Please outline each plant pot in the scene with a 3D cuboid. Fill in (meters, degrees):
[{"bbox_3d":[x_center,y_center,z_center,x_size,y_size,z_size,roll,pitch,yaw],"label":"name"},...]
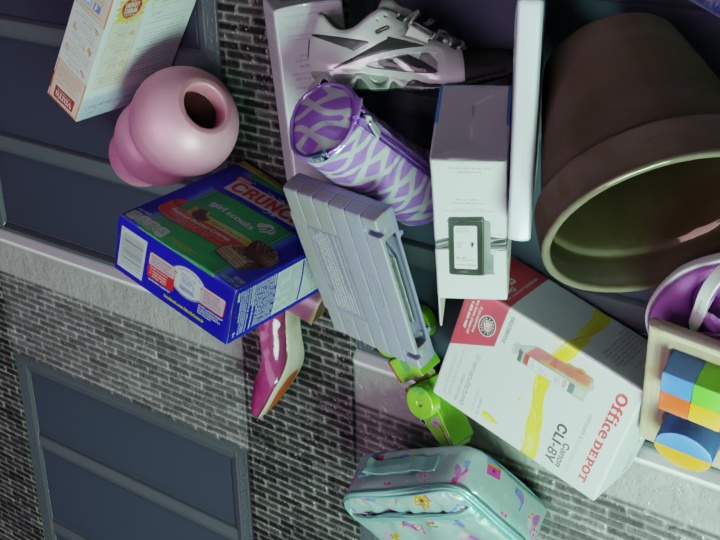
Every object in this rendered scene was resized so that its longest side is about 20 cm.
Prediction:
[{"bbox_3d":[0.222,-0.104,0.927,0.200,0.200,0.174,-41,50,43],"label":"plant pot"}]

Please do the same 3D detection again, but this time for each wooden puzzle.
[{"bbox_3d":[0.318,0.134,0.954,0.185,0.046,0.200,21,151,25],"label":"wooden puzzle"}]

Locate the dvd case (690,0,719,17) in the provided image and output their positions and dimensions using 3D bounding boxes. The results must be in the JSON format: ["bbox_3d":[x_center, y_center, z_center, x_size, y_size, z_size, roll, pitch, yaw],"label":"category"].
[{"bbox_3d":[0.354,-0.232,0.880,0.200,0.018,0.143,37,129,21],"label":"dvd case"}]

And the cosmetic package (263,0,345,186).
[{"bbox_3d":[-0.048,-0.177,1.168,0.102,0.074,0.200,-116,17,-67],"label":"cosmetic package"}]

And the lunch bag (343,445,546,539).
[{"bbox_3d":[0.083,0.256,1.247,0.200,0.077,0.160,-17,131,44],"label":"lunch bag"}]

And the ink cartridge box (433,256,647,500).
[{"bbox_3d":[0.188,0.104,1.128,0.200,0.083,0.145,33,127,24],"label":"ink cartridge box"}]

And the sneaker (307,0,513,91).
[{"bbox_3d":[0.048,-0.210,1.068,0.199,0.074,0.089,0,101,6],"label":"sneaker"}]

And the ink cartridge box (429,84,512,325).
[{"bbox_3d":[0.104,-0.055,1.053,0.068,0.116,0.200,2,133,9],"label":"ink cartridge box"}]

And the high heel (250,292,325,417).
[{"bbox_3d":[-0.111,0.079,1.371,0.096,0.067,0.200,31,113,12],"label":"high heel"}]

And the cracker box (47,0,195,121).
[{"bbox_3d":[-0.259,-0.271,1.280,0.058,0.134,0.200,43,131,15],"label":"cracker box"}]

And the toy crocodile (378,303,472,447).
[{"bbox_3d":[0.061,0.103,1.244,0.062,0.067,0.200,-29,89,48],"label":"toy crocodile"}]

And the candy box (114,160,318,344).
[{"bbox_3d":[-0.135,-0.026,1.251,0.169,0.200,0.077,32,126,22],"label":"candy box"}]

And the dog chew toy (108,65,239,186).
[{"bbox_3d":[-0.226,-0.154,1.324,0.200,0.124,0.125,-23,95,50],"label":"dog chew toy"}]

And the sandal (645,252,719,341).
[{"bbox_3d":[0.299,0.023,0.904,0.083,0.050,0.203,51,137,-5],"label":"sandal"}]

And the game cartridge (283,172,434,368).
[{"bbox_3d":[0.000,0.000,1.136,0.130,0.038,0.200,27,148,40],"label":"game cartridge"}]

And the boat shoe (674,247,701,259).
[{"bbox_3d":[0.311,0.067,1.024,0.071,0.064,0.200,-7,106,41],"label":"boat shoe"}]

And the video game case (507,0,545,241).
[{"bbox_3d":[0.143,-0.152,0.985,0.023,0.182,0.200,4,115,9],"label":"video game case"}]

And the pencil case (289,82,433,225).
[{"bbox_3d":[0.016,-0.109,1.095,0.085,0.200,0.084,-17,65,28],"label":"pencil case"}]
